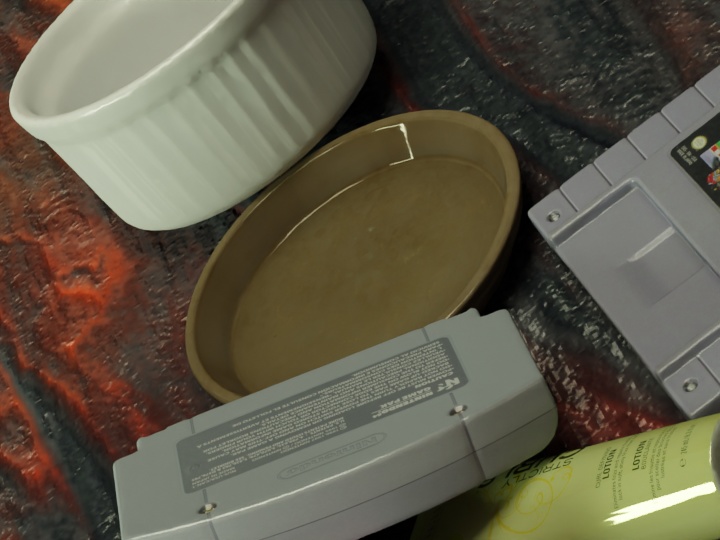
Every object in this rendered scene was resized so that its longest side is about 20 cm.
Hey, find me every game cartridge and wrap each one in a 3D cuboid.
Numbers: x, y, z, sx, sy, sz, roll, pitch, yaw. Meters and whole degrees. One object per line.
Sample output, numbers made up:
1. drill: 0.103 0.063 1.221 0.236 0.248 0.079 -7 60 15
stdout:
1. game cartridge: 0.167 -0.014 1.374 0.130 0.038 0.200 -41 34 4
2. game cartridge: -0.013 0.081 1.332 0.199 0.041 0.133 -21 16 0

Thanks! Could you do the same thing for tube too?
1. tube: 0.090 0.106 1.294 0.200 0.052 0.058 -19 -3 42

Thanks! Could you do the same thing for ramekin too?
1. ramekin: -0.087 -0.114 1.639 0.200 0.098 0.201 -31 25 16

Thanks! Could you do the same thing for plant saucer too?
1. plant saucer: 0.000 0.000 1.513 0.199 0.029 0.201 -25 37 21
